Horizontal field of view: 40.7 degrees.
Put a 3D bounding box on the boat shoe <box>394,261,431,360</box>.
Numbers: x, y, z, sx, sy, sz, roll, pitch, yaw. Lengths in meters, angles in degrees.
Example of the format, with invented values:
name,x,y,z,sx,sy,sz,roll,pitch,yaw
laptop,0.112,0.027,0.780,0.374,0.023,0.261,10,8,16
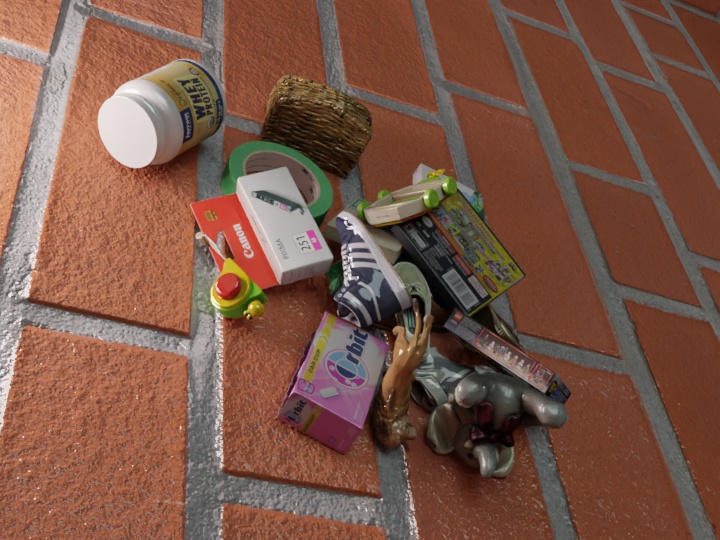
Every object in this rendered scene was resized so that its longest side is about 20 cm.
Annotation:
name,x,y,z,sx,sy,sz,roll,pitch,yaw
boat shoe,0.086,0.054,1.559,0.071,0.062,0.201,0,46,-9

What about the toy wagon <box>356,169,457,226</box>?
name,x,y,z,sx,sy,sz,roll,pitch,yaw
toy wagon,0.094,-0.129,1.697,0.200,0.154,0.040,-34,111,-50

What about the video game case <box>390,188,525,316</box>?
name,x,y,z,sx,sy,sz,roll,pitch,yaw
video game case,0.172,-0.030,1.683,0.180,0.026,0.201,-30,79,-40

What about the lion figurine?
name,x,y,z,sx,sy,sz,roll,pitch,yaw
lion figurine,0.060,0.153,1.423,0.072,0.202,0.123,9,29,6

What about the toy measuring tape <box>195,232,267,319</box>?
name,x,y,z,sx,sy,sz,roll,pitch,yaw
toy measuring tape,-0.215,0.016,1.496,0.073,0.074,0.200,-11,41,-41

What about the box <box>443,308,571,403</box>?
name,x,y,z,sx,sy,sz,roll,pitch,yaw
box,0.237,0.144,1.558,0.199,0.040,0.137,34,-5,29

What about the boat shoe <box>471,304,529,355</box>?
name,x,y,z,sx,sy,sz,roll,pitch,yaw
boat shoe,0.233,0.115,1.689,0.200,0.072,0.072,47,10,29

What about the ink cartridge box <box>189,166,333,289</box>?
name,x,y,z,sx,sy,sz,roll,pitch,yaw
ink cartridge box,-0.162,-0.066,1.578,0.172,0.044,0.201,-16,61,-24

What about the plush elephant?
name,x,y,z,sx,sy,sz,roll,pitch,yaw
plush elephant,0.189,0.235,1.446,0.163,0.157,0.200,14,6,-8

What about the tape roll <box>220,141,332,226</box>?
name,x,y,z,sx,sy,sz,roll,pitch,yaw
tape roll,-0.148,-0.147,1.728,0.199,0.048,0.202,19,40,-16

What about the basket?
name,x,y,z,sx,sy,sz,roll,pitch,yaw
basket,-0.077,-0.302,1.868,0.198,0.143,0.150,21,39,-13

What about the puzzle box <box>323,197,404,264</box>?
name,x,y,z,sx,sy,sz,roll,pitch,yaw
puzzle box,0.025,-0.073,1.717,0.132,0.026,0.200,21,22,9

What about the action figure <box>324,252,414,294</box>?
name,x,y,z,sx,sy,sz,roll,pitch,yaw
action figure,0.000,0.000,1.635,0.117,0.055,0.200,15,22,26

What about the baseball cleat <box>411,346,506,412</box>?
name,x,y,z,sx,sy,sz,roll,pitch,yaw
baseball cleat,0.153,0.191,1.553,0.198,0.070,0.107,20,52,-7

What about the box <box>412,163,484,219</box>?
name,x,y,z,sx,sy,sz,roll,pitch,yaw
box,0.165,-0.103,1.796,0.143,0.036,0.201,24,37,-17

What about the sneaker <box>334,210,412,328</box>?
name,x,y,z,sx,sy,sz,roll,pitch,yaw
sneaker,-0.013,0.001,1.526,0.108,0.070,0.201,-30,63,-9

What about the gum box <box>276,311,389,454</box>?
name,x,y,z,sx,sy,sz,roll,pitch,yaw
gum box,-0.036,0.159,1.444,0.113,0.066,0.201,29,37,-5

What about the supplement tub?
name,x,y,z,sx,sy,sz,roll,pitch,yaw
supplement tub,-0.335,-0.266,1.654,0.144,0.145,0.200,36,38,7

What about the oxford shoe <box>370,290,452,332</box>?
name,x,y,z,sx,sy,sz,roll,pitch,yaw
oxford shoe,0.083,0.058,1.637,0.198,0.072,0.072,1,48,-30
